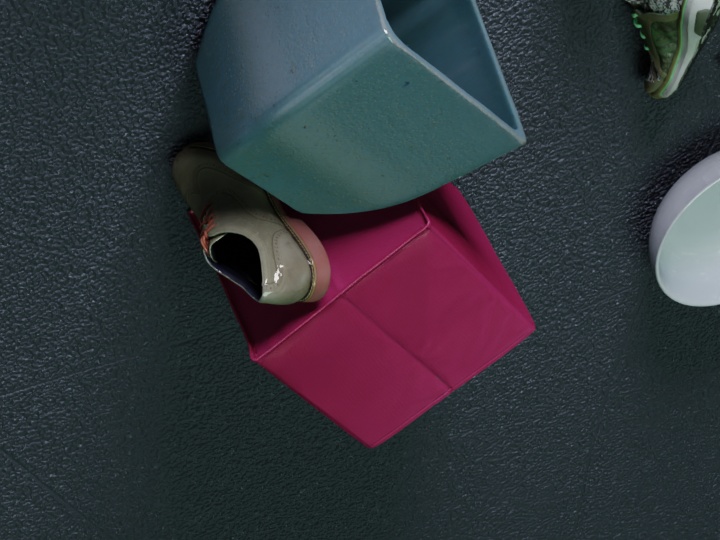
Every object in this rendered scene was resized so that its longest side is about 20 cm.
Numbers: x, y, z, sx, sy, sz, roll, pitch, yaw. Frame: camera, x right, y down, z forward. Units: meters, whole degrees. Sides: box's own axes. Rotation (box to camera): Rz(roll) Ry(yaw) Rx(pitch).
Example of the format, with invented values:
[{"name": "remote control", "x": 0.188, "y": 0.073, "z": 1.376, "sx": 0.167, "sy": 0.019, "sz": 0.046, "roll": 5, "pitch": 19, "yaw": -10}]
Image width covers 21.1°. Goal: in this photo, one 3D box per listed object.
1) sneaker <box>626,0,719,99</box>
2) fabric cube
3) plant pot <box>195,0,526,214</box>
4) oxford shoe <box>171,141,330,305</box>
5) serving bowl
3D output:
[{"name": "sneaker", "x": 0.274, "y": -0.232, "z": 1.737, "sx": 0.077, "sy": 0.088, "sz": 0.201, "roll": -54, "pitch": 169, "yaw": -26}, {"name": "fabric cube", "x": 0.000, "y": 0.000, "z": 1.714, "sx": 0.199, "sy": 0.197, "sz": 0.199, "roll": -37, "pitch": 139, "yaw": 12}, {"name": "plant pot", "x": -0.020, "y": -0.160, "z": 1.553, "sx": 0.199, "sy": 0.197, "sz": 0.196, "roll": -33, "pitch": 141, "yaw": 23}, {"name": "oxford shoe", "x": -0.108, "y": -0.043, "z": 1.605, "sx": 0.074, "sy": 0.200, "sz": 0.071, "roll": -12, "pitch": 130, "yaw": -39}, {"name": "serving bowl", "x": 0.375, "y": -0.057, "z": 1.963, "sx": 0.198, "sy": 0.066, "sz": 0.201, "roll": -15, "pitch": 138, "yaw": -14}]
